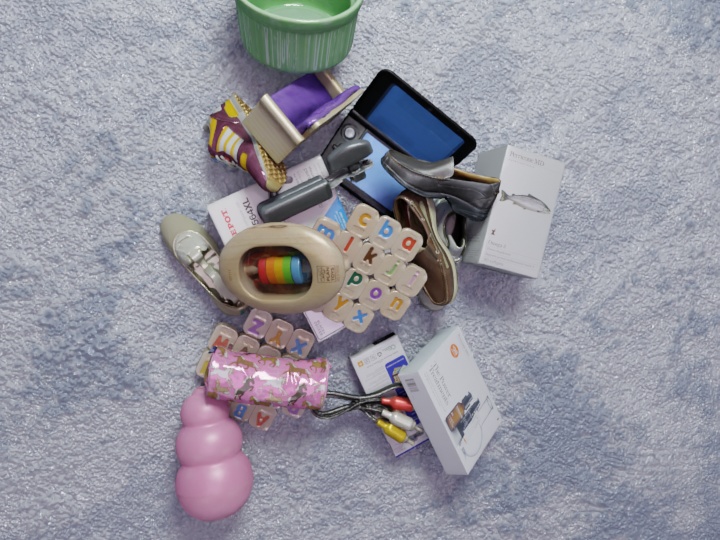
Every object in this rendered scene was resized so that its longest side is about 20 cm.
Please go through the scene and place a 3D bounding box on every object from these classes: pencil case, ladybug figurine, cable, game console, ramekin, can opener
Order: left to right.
[{"bbox_3d":[-0.145,0.170,0.915,0.197,0.083,0.088,10,85,-10],"label":"pencil case"},{"bbox_3d":[-0.108,-0.008,0.847,0.197,0.072,0.138,2,110,13],"label":"ladybug figurine"},{"bbox_3d":[-0.095,-0.393,0.875,0.197,0.098,0.202,4,55,-6],"label":"ramekin"},{"bbox_3d":[-0.069,-0.134,0.879,0.198,0.053,0.067,-31,115,-8],"label":"can opener"},{"bbox_3d":[0.016,0.228,0.977,0.197,0.050,0.099,17,89,-13],"label":"cable"},{"bbox_3d":[0.056,-0.191,0.955,0.199,0.116,0.177,35,86,-12],"label":"game console"}]

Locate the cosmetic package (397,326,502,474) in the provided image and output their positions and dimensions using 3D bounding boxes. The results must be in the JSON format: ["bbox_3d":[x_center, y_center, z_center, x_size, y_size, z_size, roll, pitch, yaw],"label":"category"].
[{"bbox_3d":[0.161,0.223,1.004,0.150,0.051,0.202,-37,105,-47],"label":"cosmetic package"}]

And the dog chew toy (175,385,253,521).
[{"bbox_3d":[-0.240,0.288,0.927,0.122,0.124,0.203,-8,90,-11],"label":"dog chew toy"}]

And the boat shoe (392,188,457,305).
[{"bbox_3d":[0.098,-0.033,0.948,0.074,0.074,0.205,-23,94,-51],"label":"boat shoe"}]

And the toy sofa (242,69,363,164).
[{"bbox_3d":[-0.082,-0.253,0.877,0.097,0.200,0.083,-33,104,37],"label":"toy sofa"}]

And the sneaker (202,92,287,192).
[{"bbox_3d":[-0.182,-0.179,0.891,0.090,0.075,0.201,-35,57,12],"label":"sneaker"}]

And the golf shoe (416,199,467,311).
[{"bbox_3d":[0.142,-0.025,0.997,0.077,0.097,0.204,5,95,-14],"label":"golf shoe"}]

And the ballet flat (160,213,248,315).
[{"bbox_3d":[-0.248,-0.010,0.929,0.069,0.069,0.201,-40,101,-6],"label":"ballet flat"}]

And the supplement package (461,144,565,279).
[{"bbox_3d":[0.256,-0.099,1.004,0.115,0.117,0.203,13,91,-12],"label":"supplement package"}]

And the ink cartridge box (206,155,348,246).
[{"bbox_3d":[-0.130,-0.077,0.939,0.198,0.084,0.148,-27,99,-10],"label":"ink cartridge box"}]

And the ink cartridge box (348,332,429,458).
[{"bbox_3d":[0.060,0.221,1.028,0.094,0.037,0.202,-25,97,-8],"label":"ink cartridge box"}]

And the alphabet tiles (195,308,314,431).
[{"bbox_3d":[-0.168,0.169,0.964,0.198,0.015,0.197,27,101,-13],"label":"alphabet tiles"}]

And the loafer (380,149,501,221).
[{"bbox_3d":[0.128,-0.152,0.916,0.197,0.073,0.073,21,124,-14],"label":"loafer"}]

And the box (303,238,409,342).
[{"bbox_3d":[-0.013,0.021,0.981,0.198,0.060,0.118,-30,99,-6],"label":"box"}]

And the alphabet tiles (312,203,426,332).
[{"bbox_3d":[0.000,0.000,0.906,0.198,0.015,0.197,27,112,-14],"label":"alphabet tiles"}]
